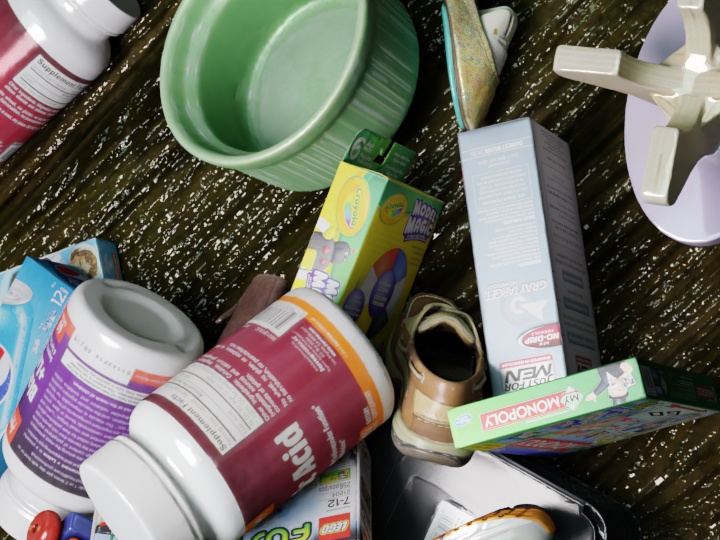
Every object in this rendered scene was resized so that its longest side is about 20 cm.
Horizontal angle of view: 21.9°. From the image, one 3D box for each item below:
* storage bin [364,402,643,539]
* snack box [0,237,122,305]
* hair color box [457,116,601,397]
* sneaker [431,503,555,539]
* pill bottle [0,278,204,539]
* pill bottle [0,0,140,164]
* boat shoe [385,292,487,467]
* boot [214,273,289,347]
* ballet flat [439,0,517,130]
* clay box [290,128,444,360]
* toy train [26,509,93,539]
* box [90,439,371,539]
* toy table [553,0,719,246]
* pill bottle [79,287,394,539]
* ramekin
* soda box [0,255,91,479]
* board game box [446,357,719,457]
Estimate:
[{"bbox_3d":[0.087,0.195,1.354,0.199,0.094,0.136,27,95,25],"label":"storage bin"},{"bbox_3d":[-0.241,0.086,1.554,0.116,0.037,0.201,-19,75,21],"label":"snack box"},{"bbox_3d":[0.126,-0.001,1.359,0.060,0.099,0.201,-12,78,22],"label":"hair color box"},{"bbox_3d":[0.060,0.232,1.278,0.199,0.076,0.092,-33,78,26],"label":"sneaker"},{"bbox_3d":[-0.211,0.116,1.445,0.111,0.111,0.201,38,112,24],"label":"pill bottle"},{"bbox_3d":[-0.286,-0.182,1.571,0.200,0.113,0.113,-40,69,15],"label":"pill bottle"},{"bbox_3d":[0.061,0.063,1.337,0.075,0.200,0.074,9,115,-7],"label":"boat shoe"},{"bbox_3d":[-0.107,0.112,1.463,0.072,0.200,0.167,23,57,-5],"label":"boot"},{"bbox_3d":[0.086,-0.208,1.430,0.070,0.071,0.201,-17,76,22],"label":"ballet flat"},{"bbox_3d":[0.000,0.000,1.410,0.047,0.115,0.201,24,94,25],"label":"clay box"},{"bbox_3d":[-0.208,0.238,1.389,0.200,0.084,0.116,-43,33,27],"label":"toy train"},{"bbox_3d":[-0.091,0.178,1.310,0.199,0.035,0.110,-12,38,9],"label":"box"},{"bbox_3d":[0.239,-0.126,1.314,0.183,0.117,0.202,-4,80,24],"label":"toy table"},{"bbox_3d":[-0.084,0.111,1.267,0.200,0.114,0.114,-37,65,-21],"label":"pill bottle"},{"bbox_3d":[-0.050,-0.159,1.443,0.199,0.098,0.201,-14,65,33],"label":"ramekin"},{"bbox_3d":[-0.277,0.092,1.510,0.064,0.068,0.201,32,98,27],"label":"soda box"},{"bbox_3d":[0.158,0.096,1.274,0.134,0.200,0.029,-19,76,22],"label":"board game box"}]
